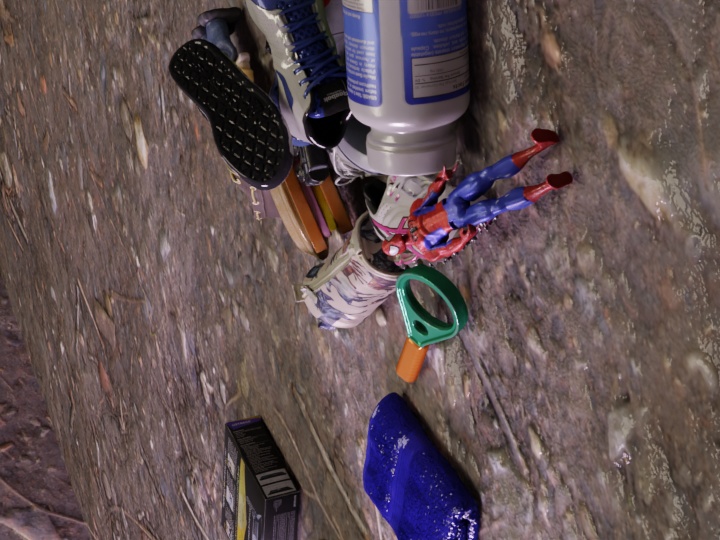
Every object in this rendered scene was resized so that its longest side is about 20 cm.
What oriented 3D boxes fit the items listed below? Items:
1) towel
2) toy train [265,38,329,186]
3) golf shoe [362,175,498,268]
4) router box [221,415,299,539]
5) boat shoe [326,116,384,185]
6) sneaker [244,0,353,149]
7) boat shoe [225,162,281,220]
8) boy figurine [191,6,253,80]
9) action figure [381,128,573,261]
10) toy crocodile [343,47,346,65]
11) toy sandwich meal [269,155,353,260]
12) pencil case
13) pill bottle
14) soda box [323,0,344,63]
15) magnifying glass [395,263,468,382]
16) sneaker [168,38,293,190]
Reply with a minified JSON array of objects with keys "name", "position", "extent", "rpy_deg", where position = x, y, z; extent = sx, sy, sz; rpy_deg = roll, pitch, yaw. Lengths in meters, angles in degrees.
[{"name":"towel","position":[0.059,0.242,1.823],"extent":[0.200,0.049,0.148],"rpy_deg":[-129,33,-49]},{"name":"toy train","position":[-0.065,-0.184,1.748],"extent":[0.046,0.034,0.200],"rpy_deg":[174,82,-69]},{"name":"golf shoe","position":[0.056,-0.054,1.606],"extent":[0.092,0.073,0.200],"rpy_deg":[52,160,-11]},{"name":"router box","position":[-0.138,0.324,2.350],"extent":[0.157,0.052,0.200],"rpy_deg":[-124,30,-45]},{"name":"boat shoe","position":[-0.006,-0.124,1.758],"extent":[0.202,0.074,0.086],"rpy_deg":[-129,34,-54]},{"name":"sneaker","position":[-0.044,-0.201,1.643],"extent":[0.115,0.080,0.200],"rpy_deg":[35,140,56]},{"name":"boat shoe","position":[-0.118,-0.112,1.957],"extent":[0.200,0.059,0.072],"rpy_deg":[63,-167,-66]},{"name":"boy figurine","position":[-0.149,-0.217,2.080],"extent":[0.124,0.064,0.200],"rpy_deg":[126,128,-62]},{"name":"action figure","position":[0.090,-0.056,1.484],"extent":[0.200,0.052,0.066],"rpy_deg":[-31,76,42]},{"name":"toy crocodile","position":[0.017,-0.244,1.645],"extent":[0.062,0.067,0.200],"rpy_deg":[-124,30,-43]},{"name":"toy sandwich meal","position":[-0.054,-0.104,1.874],"extent":[0.205,0.070,0.205],"rpy_deg":[-19,-90,-81]},{"name":"pencil case","position":[0.000,0.000,1.789],"extent":[0.200,0.089,0.078],"rpy_deg":[135,120,-64]},{"name":"pill bottle","position":[0.042,-0.192,1.552],"extent":[0.112,0.112,0.200],"rpy_deg":[-143,46,-59]},{"name":"soda box","position":[-0.022,-0.295,1.716],"extent":[0.200,0.068,0.063],"rpy_deg":[100,149,-42]},{"name":"magnifying glass","position":[0.061,0.058,1.728],"extent":[0.080,0.022,0.200],"rpy_deg":[39,154,14]},{"name":"sneaker","position":[-0.114,-0.152,1.702],"extent":[0.200,0.072,0.083],"rpy_deg":[57,-173,30]}]
